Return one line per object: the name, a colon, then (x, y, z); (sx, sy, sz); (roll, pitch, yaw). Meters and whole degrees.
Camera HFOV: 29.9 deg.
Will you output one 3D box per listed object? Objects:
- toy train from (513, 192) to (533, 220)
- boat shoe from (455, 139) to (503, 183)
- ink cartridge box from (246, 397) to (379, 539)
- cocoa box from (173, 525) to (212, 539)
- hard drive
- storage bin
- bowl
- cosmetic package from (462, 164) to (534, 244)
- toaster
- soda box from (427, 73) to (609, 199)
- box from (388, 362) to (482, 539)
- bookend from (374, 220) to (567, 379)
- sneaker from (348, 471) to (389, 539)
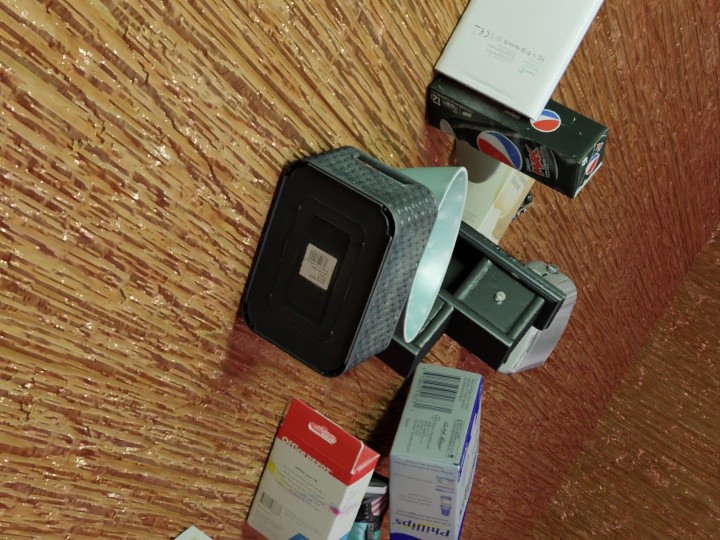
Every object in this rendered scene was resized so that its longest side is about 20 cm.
toy train: (0.189, -0.072, 1.899); (0.200, 0.034, 0.046); (-32, 149, -49)
boat shoe: (0.175, -0.201, 1.653); (0.071, 0.070, 0.201); (-27, 139, -49)
ink cartridge box: (-0.054, 0.256, 1.672); (0.067, 0.116, 0.200); (-23, 139, -55)
cocoa box: (-0.211, 0.412, 1.506); (0.200, 0.131, 0.134); (-34, 147, -48)
hard drive: (0.185, -0.282, 1.485); (0.200, 0.132, 0.025); (-61, 158, 4)
storage bin: (-0.023, -0.010, 1.370); (0.094, 0.135, 0.200); (-25, 140, -55)
bowl: (0.037, -0.032, 1.487); (0.201, 0.105, 0.201); (19, 90, -78)
cosmetic package: (0.178, -0.124, 1.756); (0.200, 0.071, 0.105); (-60, 158, 0)
toaster: (0.249, 0.083, 2.132); (0.129, 0.114, 0.200); (-12, 131, -57)
soda box: (0.175, -0.163, 1.521); (0.071, 0.200, 0.063); (-47, 155, -29)
box: (0.110, 0.273, 1.968); (0.184, 0.105, 0.200); (-69, 164, -46)
bookend: (0.109, 0.059, 1.651); (0.200, 0.199, 0.092); (-48, 168, -25)
sneaker: (-0.010, 0.348, 1.946); (0.121, 0.083, 0.200); (-68, 160, -4)
